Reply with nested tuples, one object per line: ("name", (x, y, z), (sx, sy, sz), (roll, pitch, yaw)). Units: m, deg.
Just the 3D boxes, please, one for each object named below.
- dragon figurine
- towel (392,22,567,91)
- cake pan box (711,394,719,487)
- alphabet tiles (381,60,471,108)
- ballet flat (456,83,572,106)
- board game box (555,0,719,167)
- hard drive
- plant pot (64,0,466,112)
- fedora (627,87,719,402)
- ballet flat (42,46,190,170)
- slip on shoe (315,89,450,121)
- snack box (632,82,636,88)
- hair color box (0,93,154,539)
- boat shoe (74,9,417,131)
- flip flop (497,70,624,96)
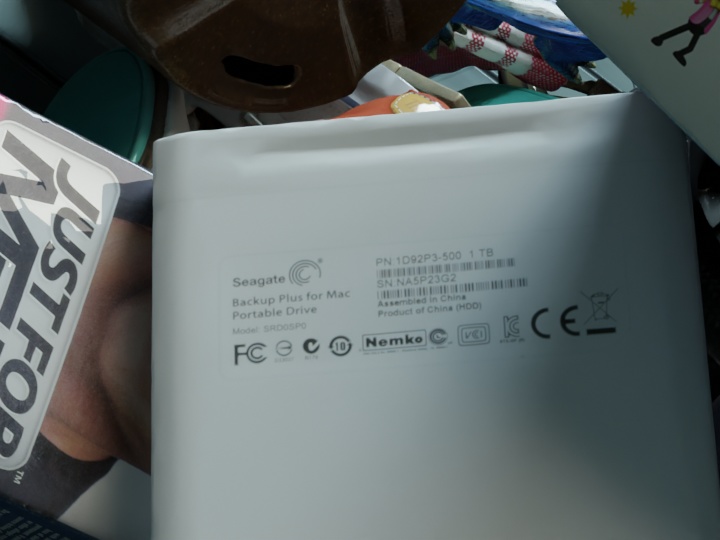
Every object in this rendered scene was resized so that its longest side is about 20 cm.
("dragon figurine", (0.062, -0.105, 0.983), (0.200, 0.059, 0.099), (16, -10, -17))
("towel", (-0.030, -0.111, 1.110), (0.200, 0.030, 0.146), (17, 0, -22))
("cake pan box", (0.116, 0.128, 0.651), (0.200, 0.184, 0.052), (45, 5, 24))
("alphabet tiles", (0.034, -0.033, 1.012), (0.200, 0.006, 0.166), (30, -12, 47))
("ballet flat", (0.082, -0.033, 1.031), (0.063, 0.069, 0.200), (67, -14, -14))
("board game box", (0.143, -0.024, 0.676), (0.148, 0.064, 0.200), (47, 11, 18))
("hard drive", (0.018, 0.056, 0.648), (0.026, 0.132, 0.200), (73, 13, -64))
("plant pot", (-0.061, -0.161, 0.895), (0.200, 0.200, 0.198), (12, 25, -47))
("fedora", (0.133, 0.038, 0.796), (0.200, 0.092, 0.201), (25, 33, -17))
("ballet flat", (-0.070, 0.003, 0.847), (0.069, 0.069, 0.200), (28, 25, -18))
("slip on shoe", (0.000, 0.000, 0.838), (0.074, 0.061, 0.200), (59, -13, 14))
("snack box", (0.147, -0.061, 1.110), (0.169, 0.068, 0.200), (44, 28, -72))
("hair color box", (-0.062, 0.032, 0.715), (0.200, 0.061, 0.100), (27, 63, -21))
("boat shoe", (-0.051, -0.058, 0.983), (0.200, 0.070, 0.071), (32, -12, 40))
("flip flop", (0.098, -0.040, 1.149), (0.057, 0.081, 0.200), (-15, 39, -7))
